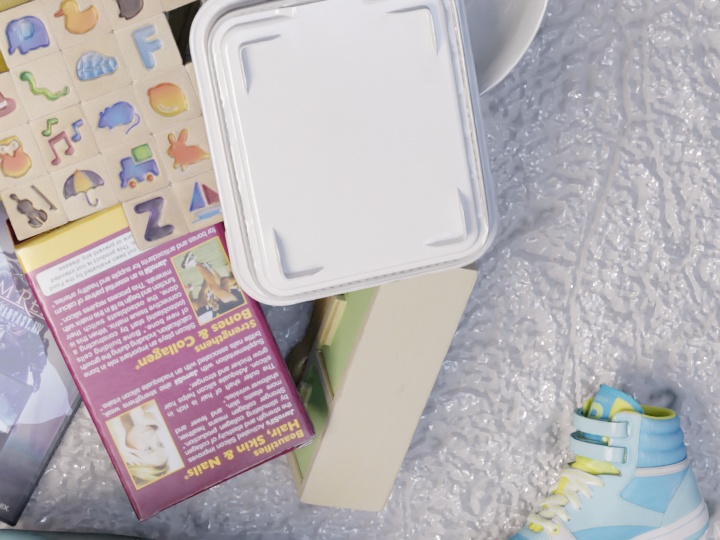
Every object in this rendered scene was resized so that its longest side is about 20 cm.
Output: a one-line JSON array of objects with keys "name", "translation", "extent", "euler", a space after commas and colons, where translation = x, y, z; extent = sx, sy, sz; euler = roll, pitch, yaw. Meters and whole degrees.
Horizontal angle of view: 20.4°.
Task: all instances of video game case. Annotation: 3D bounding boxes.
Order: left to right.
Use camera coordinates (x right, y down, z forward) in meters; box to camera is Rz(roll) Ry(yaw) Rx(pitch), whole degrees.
[{"name": "video game case", "translation": [-0.247, 0.053, 1.339], "extent": [0.142, 0.019, 0.201], "euler": [28, 92, -20]}]

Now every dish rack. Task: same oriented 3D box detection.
[{"name": "dish rack", "translation": [-0.006, -0.079, 1.208], "extent": [0.170, 0.044, 0.202], "euler": [-12, 108, -4]}]

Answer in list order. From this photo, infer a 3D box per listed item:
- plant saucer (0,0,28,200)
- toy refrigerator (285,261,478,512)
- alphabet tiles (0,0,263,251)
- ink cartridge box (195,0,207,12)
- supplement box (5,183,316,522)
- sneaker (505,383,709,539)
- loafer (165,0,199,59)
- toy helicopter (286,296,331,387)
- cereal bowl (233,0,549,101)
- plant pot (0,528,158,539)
[{"name": "plant saucer", "translation": [-0.259, -0.171, 1.269], "extent": [0.199, 0.048, 0.201], "euler": [26, 87, -20]}, {"name": "toy refrigerator", "translation": [0.007, 0.058, 1.342], "extent": [0.069, 0.076, 0.201], "euler": [8, 121, -20]}, {"name": "alphabet tiles", "translation": [-0.132, -0.098, 1.207], "extent": [0.199, 0.008, 0.168], "euler": [-20, 110, -2]}, {"name": "ink cartridge box", "translation": [-0.068, -0.239, 1.305], "extent": [0.144, 0.083, 0.201], "euler": [-29, 107, -10]}, {"name": "supplement box", "translation": [-0.131, 0.038, 1.305], "extent": [0.130, 0.103, 0.201], "euler": [-24, 106, -8]}, {"name": "sneaker", "translation": [0.155, 0.157, 1.453], "extent": [0.199, 0.079, 0.132], "euler": [-19, 107, -23]}, {"name": "loafer", "translation": [-0.147, -0.149, 1.262], "extent": [0.075, 0.068, 0.201], "euler": [18, 129, 19]}, {"name": "toy helicopter", "translation": [0.000, 0.000, 1.389], "extent": [0.131, 0.079, 0.202], "euler": [8, 108, -27]}, {"name": "cereal bowl", "translation": [0.017, -0.195, 1.241], "extent": [0.198, 0.083, 0.202], "euler": [-1, 108, -5]}, {"name": "plant pot", "translation": [-0.175, 0.262, 1.293], "extent": [0.195, 0.199, 0.198], "euler": [17, 96, -63]}]
